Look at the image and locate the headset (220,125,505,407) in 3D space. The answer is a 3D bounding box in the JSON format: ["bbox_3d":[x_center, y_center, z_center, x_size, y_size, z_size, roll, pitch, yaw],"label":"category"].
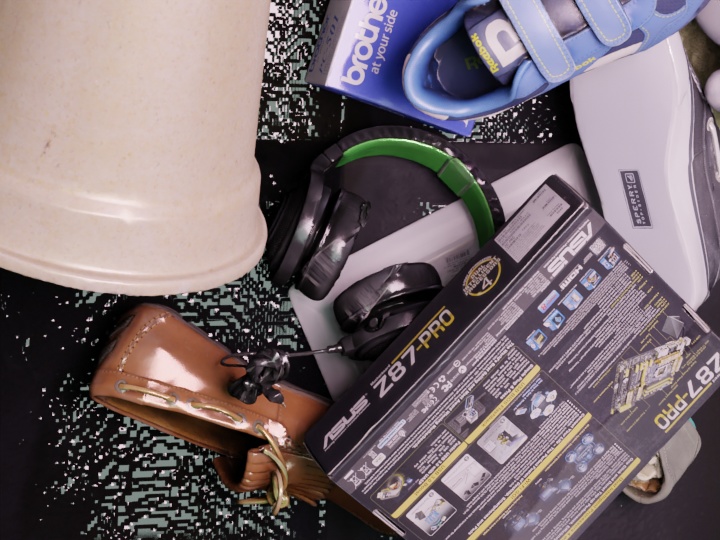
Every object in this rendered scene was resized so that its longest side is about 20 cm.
[{"bbox_3d":[0.000,0.000,1.204,0.123,0.094,0.200,44,66,2],"label":"headset"}]

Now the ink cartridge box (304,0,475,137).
[{"bbox_3d":[0.046,-0.186,1.232,0.093,0.044,0.202,18,92,-20],"label":"ink cartridge box"}]

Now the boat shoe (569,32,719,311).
[{"bbox_3d":[0.173,-0.073,1.243,0.068,0.071,0.202,-36,119,-43],"label":"boat shoe"}]

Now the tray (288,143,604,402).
[{"bbox_3d":[0.065,0.015,1.284,0.199,0.022,0.108,-27,105,-13],"label":"tray"}]

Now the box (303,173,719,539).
[{"bbox_3d":[0.091,0.071,1.197,0.200,0.049,0.161,-48,122,3],"label":"box"}]

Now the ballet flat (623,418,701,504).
[{"bbox_3d":[0.136,0.063,1.270,0.064,0.067,0.200,-55,127,-24],"label":"ballet flat"}]

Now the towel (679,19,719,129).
[{"bbox_3d":[0.221,-0.141,1.305,0.147,0.036,0.202,11,94,-21],"label":"towel"}]

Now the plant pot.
[{"bbox_3d":[-0.121,-0.116,1.077,0.199,0.201,0.185,8,116,-20],"label":"plant pot"}]

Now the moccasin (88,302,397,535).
[{"bbox_3d":[-0.057,0.096,1.218,0.201,0.073,0.078,34,62,-21],"label":"moccasin"}]

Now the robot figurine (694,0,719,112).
[{"bbox_3d":[0.255,-0.152,1.220,0.199,0.113,0.170,31,90,-41],"label":"robot figurine"}]

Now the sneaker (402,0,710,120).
[{"bbox_3d":[0.103,-0.131,1.135,0.082,0.199,0.074,-26,86,-55],"label":"sneaker"}]
